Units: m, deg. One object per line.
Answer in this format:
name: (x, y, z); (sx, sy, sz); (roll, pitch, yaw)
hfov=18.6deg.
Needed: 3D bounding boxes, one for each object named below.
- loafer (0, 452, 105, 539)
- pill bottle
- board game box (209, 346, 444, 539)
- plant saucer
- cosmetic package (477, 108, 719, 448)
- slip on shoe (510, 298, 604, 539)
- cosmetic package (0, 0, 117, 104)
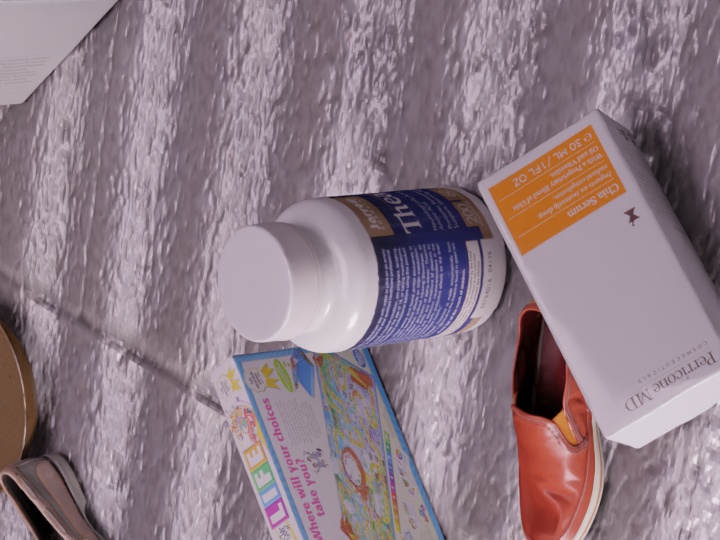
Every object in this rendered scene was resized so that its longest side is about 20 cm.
loafer: (-0.272, 0.259, 2.021); (0.072, 0.063, 0.200); (-52, 57, 37)
pill bottle: (0.000, 0.000, 1.578); (0.111, 0.200, 0.111); (8, 101, 47)
board game box: (-0.021, 0.153, 1.671); (0.034, 0.134, 0.200); (-39, 65, 43)
plant saucer: (-0.367, 0.124, 2.132); (0.200, 0.035, 0.200); (8, 101, 47)
cosmetic package: (0.170, 0.006, 1.459); (0.101, 0.071, 0.200); (-33, 69, 17)
slip on shoe: (0.133, 0.107, 1.548); (0.074, 0.061, 0.200); (17, 109, 44)
cosmetic package: (-0.353, -0.262, 1.969); (0.200, 0.166, 0.167); (-37, 68, 45)
